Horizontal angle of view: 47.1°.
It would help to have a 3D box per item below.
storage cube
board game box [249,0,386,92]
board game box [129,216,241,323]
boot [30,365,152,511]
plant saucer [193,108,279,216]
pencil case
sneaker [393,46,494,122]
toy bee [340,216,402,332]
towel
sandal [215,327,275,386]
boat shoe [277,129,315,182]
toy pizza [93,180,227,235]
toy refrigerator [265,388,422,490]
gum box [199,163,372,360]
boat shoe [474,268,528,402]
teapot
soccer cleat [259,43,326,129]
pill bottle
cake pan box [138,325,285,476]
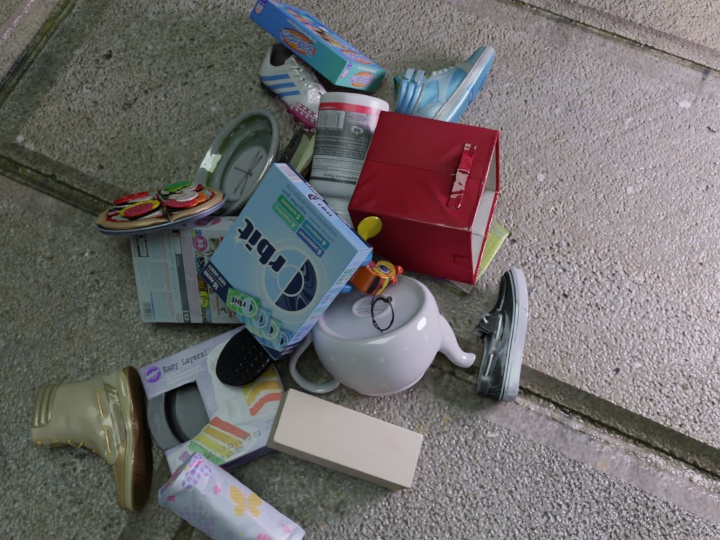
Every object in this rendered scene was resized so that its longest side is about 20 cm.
[{"bbox_3d":[0.099,-0.103,1.212,0.178,0.200,0.172,13,69,14],"label":"storage cube"},{"bbox_3d":[-0.068,-0.376,1.381,0.200,0.152,0.045,41,111,17],"label":"board game box"},{"bbox_3d":[-0.230,-0.001,1.223,0.198,0.064,0.149,1,110,10],"label":"board game box"},{"bbox_3d":[-0.382,0.248,1.172,0.154,0.073,0.202,-11,77,4],"label":"boot"},{"bbox_3d":[-0.188,-0.160,1.314,0.199,0.050,0.202,-25,49,32],"label":"plant saucer"},{"bbox_3d":[-0.171,0.329,1.097,0.199,0.091,0.083,38,34,-2],"label":"pencil case"},{"bbox_3d":[0.131,-0.322,1.387,0.130,0.080,0.201,32,71,13],"label":"sneaker"},{"bbox_3d":[0.000,0.000,1.145,0.108,0.131,0.201,-8,69,-50],"label":"toy bee"},{"bbox_3d":[0.120,-0.061,1.308,0.199,0.023,0.144,32,71,13],"label":"towel"},{"bbox_3d":[-0.123,0.093,1.179,0.200,0.045,0.075,-45,60,1],"label":"sandal"},{"bbox_3d":[-0.120,-0.145,1.331,0.064,0.073,0.201,21,60,16],"label":"boat shoe"},{"bbox_3d":[-0.296,-0.098,1.223,0.198,0.200,0.032,-11,109,-2],"label":"toy pizza"},{"bbox_3d":[-0.023,0.235,1.138,0.198,0.070,0.077,20,68,-9],"label":"toy refrigerator"},{"bbox_3d":[-0.105,-0.012,1.107,0.170,0.044,0.200,46,114,16],"label":"gum box"},{"bbox_3d":[0.203,0.089,1.213,0.070,0.072,0.202,8,70,1],"label":"boat shoe"},{"bbox_3d":[0.025,0.110,1.178,0.199,0.147,0.197,20,44,42],"label":"teapot"},{"bbox_3d":[-0.096,-0.303,1.364,0.200,0.087,0.070,41,41,25],"label":"soccer cleat"},{"bbox_3d":[-0.021,-0.167,1.283,0.110,0.111,0.202,8,93,6],"label":"pill bottle"},{"bbox_3d":[-0.207,0.194,1.199,0.198,0.052,0.185,-21,66,-7],"label":"cake pan box"}]
